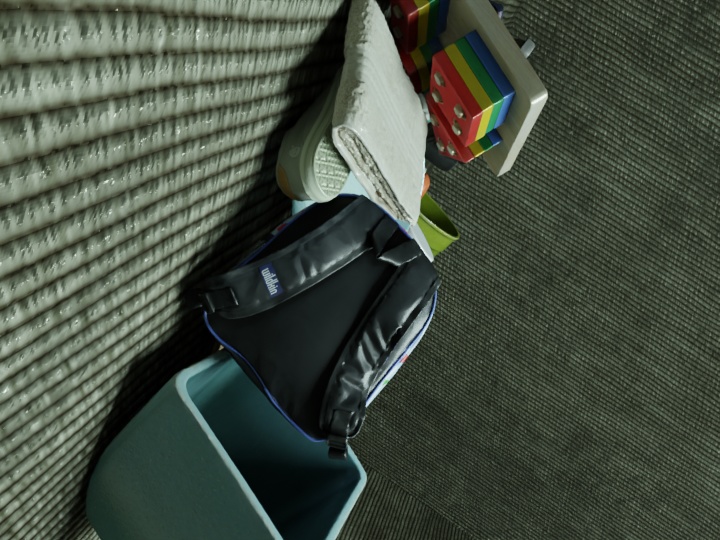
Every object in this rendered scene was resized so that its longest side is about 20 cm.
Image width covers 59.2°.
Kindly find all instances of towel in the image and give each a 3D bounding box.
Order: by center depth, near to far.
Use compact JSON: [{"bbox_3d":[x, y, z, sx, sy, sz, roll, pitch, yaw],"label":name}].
[{"bbox_3d":[0.022,-0.135,0.584,0.200,0.034,0.136,48,45,-61],"label":"towel"}]

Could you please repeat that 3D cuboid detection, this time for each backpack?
[{"bbox_3d":[-0.027,0.032,0.593,0.190,0.201,0.154,-41,-172,-2],"label":"backpack"}]

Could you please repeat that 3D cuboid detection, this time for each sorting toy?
[{"bbox_3d":[0.090,-0.202,0.652,0.069,0.203,0.199,-29,170,-2],"label":"sorting toy"}]

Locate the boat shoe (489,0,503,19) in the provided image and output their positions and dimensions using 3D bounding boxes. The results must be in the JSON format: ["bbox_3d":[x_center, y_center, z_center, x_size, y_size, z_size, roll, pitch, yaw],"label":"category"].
[{"bbox_3d":[0.146,-0.336,0.922,0.076,0.092,0.200,-58,175,-5],"label":"boat shoe"}]

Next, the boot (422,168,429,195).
[{"bbox_3d":[0.063,-0.060,0.961,0.202,0.107,0.075,-56,171,31],"label":"boot"}]

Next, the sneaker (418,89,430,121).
[{"bbox_3d":[0.105,-0.248,0.836,0.202,0.077,0.079,-77,164,-49],"label":"sneaker"}]

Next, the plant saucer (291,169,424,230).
[{"bbox_3d":[-0.007,-0.094,0.710,0.198,0.038,0.206,-21,122,-37],"label":"plant saucer"}]

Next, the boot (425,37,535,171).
[{"bbox_3d":[0.153,-0.234,0.886,0.176,0.069,0.200,-59,-160,-3],"label":"boot"}]

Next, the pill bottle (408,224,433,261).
[{"bbox_3d":[0.000,0.000,0.899,0.197,0.113,0.111,-31,-178,14],"label":"pill bottle"}]

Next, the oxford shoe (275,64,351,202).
[{"bbox_3d":[-0.025,-0.136,0.590,0.076,0.057,0.202,59,40,-34],"label":"oxford shoe"}]

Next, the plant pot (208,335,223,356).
[{"bbox_3d":[-0.085,0.076,0.757,0.203,0.197,0.093,-61,-147,24],"label":"plant pot"}]

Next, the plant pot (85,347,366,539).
[{"bbox_3d":[-0.143,0.209,0.615,0.199,0.198,0.196,-37,177,17],"label":"plant pot"}]

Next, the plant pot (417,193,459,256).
[{"bbox_3d":[0.051,-0.062,1.189,0.193,0.200,0.200,-48,179,18],"label":"plant pot"}]
